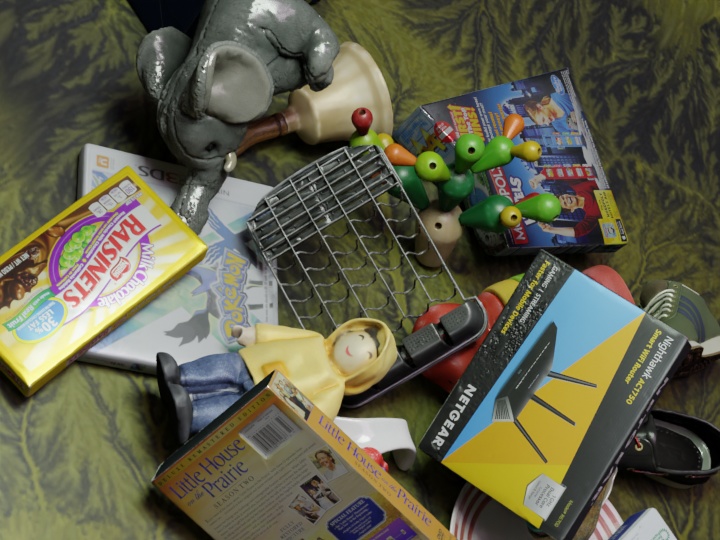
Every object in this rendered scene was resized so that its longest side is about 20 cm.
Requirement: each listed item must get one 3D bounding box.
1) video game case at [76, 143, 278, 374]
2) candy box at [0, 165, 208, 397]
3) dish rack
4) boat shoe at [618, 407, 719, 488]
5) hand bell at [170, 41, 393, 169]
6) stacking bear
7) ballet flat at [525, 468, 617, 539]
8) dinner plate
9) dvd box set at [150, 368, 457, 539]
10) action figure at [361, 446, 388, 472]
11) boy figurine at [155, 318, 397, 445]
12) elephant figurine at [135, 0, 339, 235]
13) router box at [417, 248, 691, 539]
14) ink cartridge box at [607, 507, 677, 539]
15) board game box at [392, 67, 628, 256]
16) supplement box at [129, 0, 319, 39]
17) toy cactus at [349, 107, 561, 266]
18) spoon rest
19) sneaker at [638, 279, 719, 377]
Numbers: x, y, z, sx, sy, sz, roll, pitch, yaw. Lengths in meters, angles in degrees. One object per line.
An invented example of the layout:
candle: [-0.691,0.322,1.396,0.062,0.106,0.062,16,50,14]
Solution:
video game case: [-0.155,-0.002,1.487,0.181,0.022,0.201,12,58,-25]
candy box: [-0.227,0.005,1.412,0.102,0.026,0.200,46,59,7]
dish rack: [0.000,0.000,1.500,0.153,0.055,0.201,-30,80,3]
boat shoe: [0.251,0.154,1.620,0.200,0.063,0.074,14,60,-22]
hand bell: [-0.081,-0.129,1.583,0.199,0.104,0.104,-22,76,-24]
stacking bear: [0.140,0.061,1.577,0.199,0.121,0.114,-7,88,-22]
ballet flat: [0.207,0.149,1.523,0.070,0.071,0.201,25,85,-17]
dinner plate: [0.159,0.258,1.527,0.199,0.024,0.201,14,57,-23]
dvd box set: [-0.044,0.186,1.353,0.200,0.146,0.029,43,30,-11]
action figure: [0.012,0.211,1.407,0.065,0.052,0.201,-37,113,-38]
boy figurine: [-0.061,0.090,1.413,0.199,0.065,0.125,-10,50,-13]
elephant figurine: [-0.121,-0.154,1.472,0.155,0.142,0.200,46,64,3]
router box: [0.164,0.106,1.474,0.149,0.051,0.201,32,91,18]
ink cartridge box: [0.247,0.339,1.497,0.196,0.043,0.200,-35,91,-41]
board game box: [0.139,-0.100,1.698,0.199,0.062,0.201,-2,65,-31]
supplement box: [-0.132,-0.338,1.622,0.199,0.134,0.200,-27,80,-38]
toy cactus: [0.078,-0.074,1.579,0.199,0.165,0.103,12,50,-3]
spoon rest: [-0.034,0.152,1.447,0.199,0.061,0.100,-7,67,-35]
sneaker: [0.290,0.053,1.669,0.200,0.067,0.090,2,57,-61]
